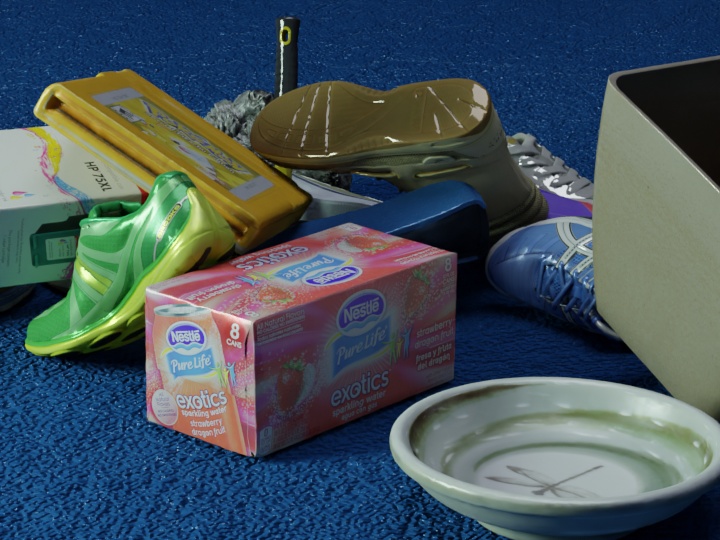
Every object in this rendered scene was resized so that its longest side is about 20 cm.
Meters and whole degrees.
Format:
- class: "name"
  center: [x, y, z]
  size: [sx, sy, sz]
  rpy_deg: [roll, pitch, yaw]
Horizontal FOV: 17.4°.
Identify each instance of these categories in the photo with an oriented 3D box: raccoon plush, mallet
- class: "raccoon plush"
  center: [-0.100, -0.060, 1.939]
  size: [0.200, 0.097, 0.134]
  rpy_deg: [-33, 40, -7]
- class: "mallet"
  center: [-0.069, -0.096, 1.826]
  size: [0.066, 0.200, 0.041]
  rpy_deg: [-7, -7, 13]

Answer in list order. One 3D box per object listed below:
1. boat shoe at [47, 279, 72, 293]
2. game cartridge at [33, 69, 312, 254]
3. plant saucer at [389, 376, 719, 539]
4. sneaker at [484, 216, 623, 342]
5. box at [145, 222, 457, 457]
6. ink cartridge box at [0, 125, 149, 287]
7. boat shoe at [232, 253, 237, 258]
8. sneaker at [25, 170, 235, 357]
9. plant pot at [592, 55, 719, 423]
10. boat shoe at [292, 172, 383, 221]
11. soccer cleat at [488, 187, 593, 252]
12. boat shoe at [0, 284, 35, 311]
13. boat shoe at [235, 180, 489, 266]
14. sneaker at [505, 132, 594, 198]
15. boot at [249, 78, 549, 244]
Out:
- class: "boat shoe"
  center: [-0.178, -0.005, 1.735]
  size: [0.073, 0.063, 0.200]
  rpy_deg: [-13, 23, -39]
- class: "game cartridge"
  center: [-0.127, -0.083, 1.675]
  size: [0.176, 0.032, 0.200]
  rpy_deg: [34, 14, 3]
- class: "plant saucer"
  center: [0.117, 0.118, 1.378]
  size: [0.200, 0.050, 0.200]
  rpy_deg: [0, 18, 0]
- class: "sneaker"
  center: [0.175, 0.008, 1.681]
  size: [0.200, 0.076, 0.077]
  rpy_deg: [10, 16, 31]
- class: "box"
  center: [-0.036, 0.042, 1.538]
  size: [0.103, 0.095, 0.200]
  rpy_deg: [17, 24, 39]
- class: "ink cartridge box"
  center: [-0.213, -0.049, 1.667]
  size: [0.200, 0.067, 0.116]
  rpy_deg: [-8, 33, -25]
- class: "boat shoe"
  center: [-0.160, -0.035, 1.824]
  size: [0.073, 0.065, 0.200]
  rpy_deg: [-11, 22, -36]
- class: "sneaker"
  center: [-0.159, -0.002, 1.589]
  size: [0.074, 0.084, 0.200]
  rpy_deg: [-8, -22, -49]
- class: "plant pot"
  center: [0.264, -0.011, 1.522]
  size: [0.200, 0.177, 0.200]
  rpy_deg: [-12, 45, -33]
- class: "boat shoe"
  center: [-0.048, -0.041, 1.869]
  size: [0.200, 0.072, 0.062]
  rpy_deg: [17, 7, 19]
- class: "soccer cleat"
  center: [0.123, -0.033, 1.832]
  size: [0.200, 0.068, 0.073]
  rpy_deg: [16, 27, 33]
- class: "boat shoe"
  center: [-0.307, -0.001, 1.704]
  size: [0.072, 0.072, 0.200]
  rpy_deg: [12, 21, 31]
- class: "boat shoe"
  center: [0.000, 0.000, 1.708]
  size: [0.200, 0.069, 0.084]
  rpy_deg: [-15, 30, 5]
- class: "sneaker"
  center: [0.138, -0.065, 1.904]
  size: [0.200, 0.081, 0.077]
  rpy_deg: [10, 19, 25]
- class: "boot"
  center: [0.030, -0.077, 1.781]
  size: [0.200, 0.155, 0.073]
  rpy_deg: [-4, 58, 25]
